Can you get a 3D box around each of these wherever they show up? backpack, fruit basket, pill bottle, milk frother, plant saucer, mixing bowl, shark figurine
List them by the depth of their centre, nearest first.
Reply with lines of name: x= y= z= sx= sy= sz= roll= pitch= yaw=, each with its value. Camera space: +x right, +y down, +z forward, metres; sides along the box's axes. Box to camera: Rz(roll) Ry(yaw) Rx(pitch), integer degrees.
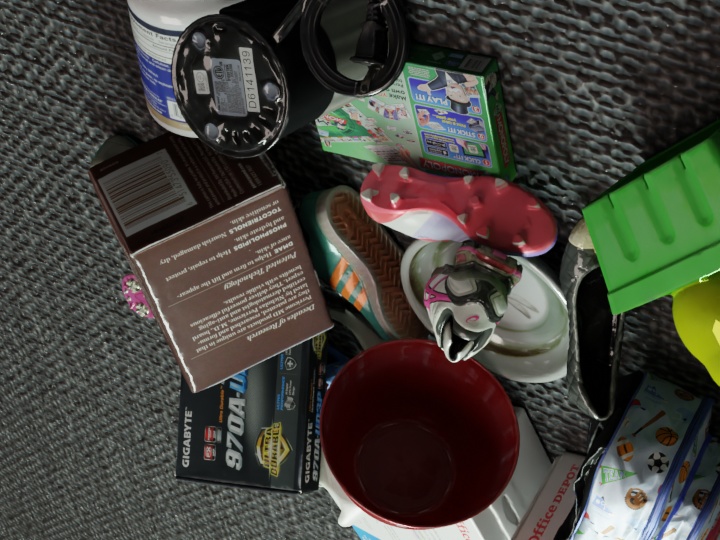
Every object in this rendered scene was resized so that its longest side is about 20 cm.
fruit basket: x=0.294 y=-0.008 z=1.208 sx=0.215 sy=0.155 sz=0.216 roll=30 pitch=138 yaw=31
milk frother: x=-0.017 y=-0.186 z=1.241 sx=0.200 sy=0.188 sz=0.181 roll=25 pitch=124 yaw=23
pill bottle: x=-0.151 y=-0.228 z=1.391 sx=0.115 sy=0.116 sz=0.200 roll=23 pitch=144 yaw=20
backpack: x=0.274 y=0.200 z=1.463 sx=0.154 sy=0.200 sz=0.191 roll=15 pitch=138 yaw=16
plant saucer: x=0.136 y=0.023 z=1.491 sx=0.200 sy=0.050 sz=0.200 roll=24 pitch=145 yaw=18
mixing bowl: x=0.051 y=0.182 z=1.544 sx=0.200 sy=0.200 sz=0.108 roll=31 pitch=151 yaw=9
shark figurine: x=0.009 y=0.082 z=1.655 sx=0.215 sy=0.128 sz=0.090 roll=54 pitch=163 yaw=23

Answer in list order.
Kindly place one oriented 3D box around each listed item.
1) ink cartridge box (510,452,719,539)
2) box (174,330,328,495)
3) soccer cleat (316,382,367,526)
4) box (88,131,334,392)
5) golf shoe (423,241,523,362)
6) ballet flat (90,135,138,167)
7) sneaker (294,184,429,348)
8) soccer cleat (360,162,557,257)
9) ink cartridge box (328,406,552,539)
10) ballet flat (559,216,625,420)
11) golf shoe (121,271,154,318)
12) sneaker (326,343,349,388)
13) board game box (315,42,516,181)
ink cartridge box: x=0.277 y=0.287 z=1.597 sx=0.200 sy=0.145 sz=0.084 roll=12 pitch=141 yaw=33
box: x=-0.117 y=0.133 z=1.645 sx=0.159 sy=0.201 sz=0.046 roll=4 pitch=179 yaw=26
soccer cleat: x=-0.040 y=0.190 z=1.671 sx=0.069 sy=0.078 sz=0.200 roll=28 pitch=-161 yaw=-47
box: x=-0.150 y=-0.023 z=1.544 sx=0.166 sy=0.164 sz=0.200 roll=55 pitch=167 yaw=47
golf shoe: x=0.088 y=0.040 z=1.398 sx=0.072 sy=0.092 sz=0.200 roll=24 pitch=165 yaw=2
ballet flat: x=-0.222 y=-0.063 z=1.705 sx=0.200 sy=0.064 sz=0.067 roll=46 pitch=146 yaw=-14
sneaker: x=0.000 y=0.000 z=1.578 sx=0.080 sy=0.071 sz=0.200 roll=-7 pitch=121 yaw=50
soccer cleat: x=0.092 y=-0.050 z=1.391 sx=0.200 sy=0.067 sz=0.076 roll=15 pitch=163 yaw=27
ink cartridge box: x=0.096 y=0.241 z=1.707 sx=0.200 sy=0.145 sz=0.147 roll=3 pitch=134 yaw=41
ballet flat: x=0.219 y=0.041 z=1.388 sx=0.057 sy=0.066 sz=0.201 roll=-128 pitch=30 yaw=-61
golf shoe: x=-0.170 y=0.015 z=1.742 sx=0.199 sy=0.092 sz=0.075 roll=10 pitch=126 yaw=19
sneaker: x=-0.082 y=0.116 z=1.800 sx=0.199 sy=0.076 sz=0.105 roll=6 pitch=124 yaw=28
board game box: x=0.039 y=-0.148 z=1.391 sx=0.200 sy=0.029 sz=0.135 roll=16 pitch=142 yaw=29
